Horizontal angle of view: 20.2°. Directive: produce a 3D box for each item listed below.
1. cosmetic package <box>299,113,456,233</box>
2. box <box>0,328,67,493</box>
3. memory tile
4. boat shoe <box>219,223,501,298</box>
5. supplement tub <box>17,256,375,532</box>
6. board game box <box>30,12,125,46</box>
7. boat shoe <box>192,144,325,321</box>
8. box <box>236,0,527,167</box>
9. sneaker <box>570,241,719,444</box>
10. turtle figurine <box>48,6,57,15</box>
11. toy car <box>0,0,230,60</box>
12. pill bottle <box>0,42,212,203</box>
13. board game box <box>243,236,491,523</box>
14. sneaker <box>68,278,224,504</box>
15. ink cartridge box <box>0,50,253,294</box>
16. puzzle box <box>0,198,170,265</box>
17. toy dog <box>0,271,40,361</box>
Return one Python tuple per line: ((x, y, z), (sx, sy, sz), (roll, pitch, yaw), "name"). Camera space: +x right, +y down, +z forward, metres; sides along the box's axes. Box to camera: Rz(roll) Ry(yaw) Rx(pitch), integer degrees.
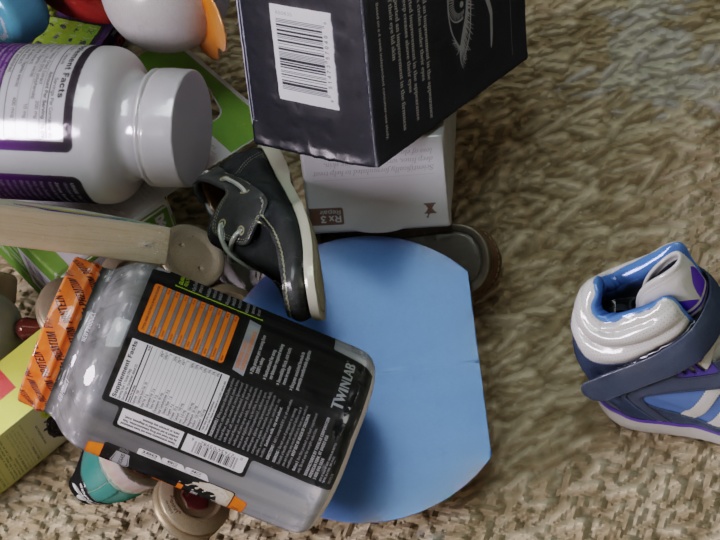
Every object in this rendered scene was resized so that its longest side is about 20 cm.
((0.016, -0.103, 1.431), (0.101, 0.074, 0.200), (-4, 27, 5), "cosmetic package")
((-0.237, 0.099, 1.402), (0.200, 0.075, 0.050), (-40, 64, -13), "box")
((-0.112, 0.070, 1.341), (0.153, 0.017, 0.200), (-24, 74, -38), "memory tile")
((0.000, 0.000, 1.416), (0.199, 0.068, 0.072), (3, 90, 15), "boat shoe")
((-0.101, 0.072, 1.247), (0.199, 0.123, 0.123), (23, 59, -4), "supplement tub")
((-0.304, -0.170, 1.655), (0.199, 0.032, 0.120), (15, 55, 26), "board game box")
((-0.064, -0.019, 1.323), (0.067, 0.072, 0.200), (-14, 30, -8), "boat shoe")
((0.018, -0.179, 1.343), (0.104, 0.149, 0.200), (13, 33, 32), "box")
((0.230, 0.044, 1.261), (0.199, 0.147, 0.081), (2, 55, 18), "sneaker")
((-0.172, -0.233, 1.603), (0.161, 0.065, 0.200), (-1, 28, 20), "turtle figurine")
((-0.157, -0.229, 1.445), (0.200, 0.177, 0.184), (35, 59, 29), "toy car")
((-0.211, -0.104, 1.427), (0.199, 0.112, 0.112), (4, 55, 16), "pill bottle")
((0.002, 0.077, 1.351), (0.157, 0.039, 0.201), (-7, 66, 1), "board game box")
((-0.141, 0.081, 1.391), (0.080, 0.071, 0.200), (-27, 22, 42), "sneaker")
((-0.174, -0.067, 1.512), (0.200, 0.076, 0.148), (-36, 52, -17), "ink cartridge box")
((-0.222, -0.031, 1.316), (0.200, 0.133, 0.026), (11, 93, 61), "puzzle box")
((-0.288, 0.037, 1.390), (0.096, 0.133, 0.200), (-8, 7, 31), "toy dog")
